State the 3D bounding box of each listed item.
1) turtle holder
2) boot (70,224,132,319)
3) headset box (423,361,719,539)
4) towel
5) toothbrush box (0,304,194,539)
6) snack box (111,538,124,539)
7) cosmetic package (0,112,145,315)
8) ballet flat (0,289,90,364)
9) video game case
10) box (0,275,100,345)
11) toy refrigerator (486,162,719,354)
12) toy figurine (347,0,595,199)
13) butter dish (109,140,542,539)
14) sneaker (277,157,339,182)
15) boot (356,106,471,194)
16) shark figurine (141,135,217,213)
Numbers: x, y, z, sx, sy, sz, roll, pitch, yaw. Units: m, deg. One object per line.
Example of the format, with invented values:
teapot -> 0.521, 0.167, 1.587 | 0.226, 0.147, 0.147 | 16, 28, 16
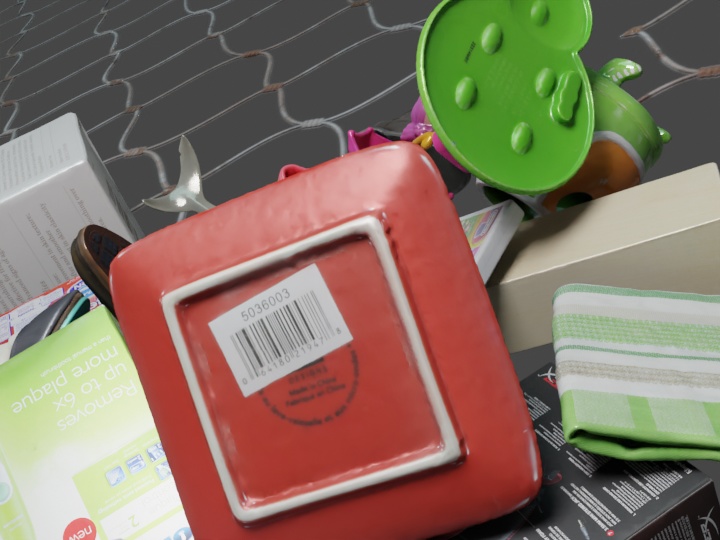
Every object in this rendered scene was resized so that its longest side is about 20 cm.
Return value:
turtle holder -> 0.148, -0.111, 0.897 | 0.185, 0.141, 0.132 | 33, 82, 21
boot -> -0.186, 0.052, 0.836 | 0.097, 0.200, 0.075 | -20, 41, 15
headset box -> 0.074, 0.156, 0.593 | 0.200, 0.075, 0.149 | -31, 30, -12
towel -> 0.185, 0.060, 0.626 | 0.149, 0.031, 0.200 | 4, 21, 8
toothbrush box -> -0.173, 0.147, 0.689 | 0.146, 0.086, 0.200 | -31, 62, -6
snack box -> -0.073, 0.201, 0.553 | 0.200, 0.072, 0.024 | 28, 96, 21
cosmetic package -> -0.334, -0.027, 1.099 | 0.200, 0.167, 0.166 | -27, 30, -6
ballet flat -> -0.270, 0.105, 0.842 | 0.073, 0.073, 0.200 | 9, 82, 45
video game case -> 0.024, 0.024, 0.814 | 0.200, 0.018, 0.143 | -19, 33, 54
box -> -0.225, 0.062, 0.946 | 0.200, 0.096, 0.100 | -28, 30, -7
toy refrigerator -> 0.170, -0.002, 0.783 | 0.200, 0.070, 0.076 | -18, 29, 20
toy figurine -> 0.068, -0.124, 0.826 | 0.184, 0.150, 0.200 | -25, 36, 57
butter dish -> -0.008, 0.049, 0.616 | 0.200, 0.200, 0.148 | -20, -2, 18
sneaker -> -0.052, -0.054, 0.985 | 0.200, 0.090, 0.078 | -17, 21, 49
boot -> 0.096, -0.155, 1.088 | 0.174, 0.069, 0.200 | -36, 29, -18
shark figurine -> -0.106, -0.045, 0.957 | 0.090, 0.128, 0.214 | -58, 28, 13
